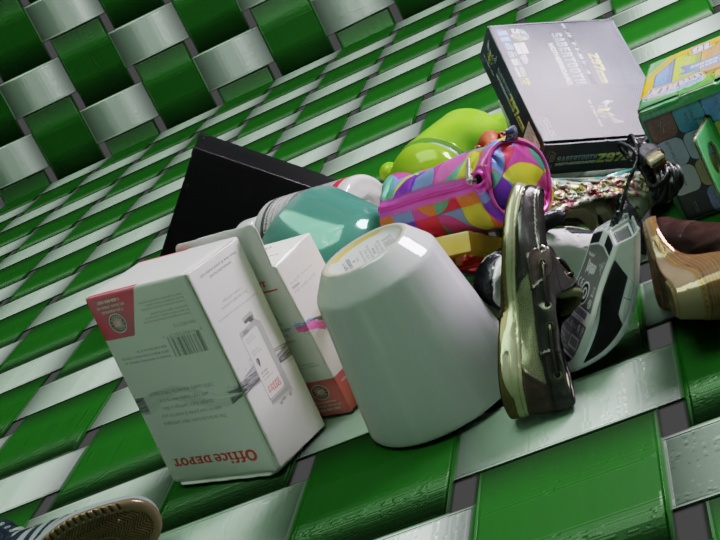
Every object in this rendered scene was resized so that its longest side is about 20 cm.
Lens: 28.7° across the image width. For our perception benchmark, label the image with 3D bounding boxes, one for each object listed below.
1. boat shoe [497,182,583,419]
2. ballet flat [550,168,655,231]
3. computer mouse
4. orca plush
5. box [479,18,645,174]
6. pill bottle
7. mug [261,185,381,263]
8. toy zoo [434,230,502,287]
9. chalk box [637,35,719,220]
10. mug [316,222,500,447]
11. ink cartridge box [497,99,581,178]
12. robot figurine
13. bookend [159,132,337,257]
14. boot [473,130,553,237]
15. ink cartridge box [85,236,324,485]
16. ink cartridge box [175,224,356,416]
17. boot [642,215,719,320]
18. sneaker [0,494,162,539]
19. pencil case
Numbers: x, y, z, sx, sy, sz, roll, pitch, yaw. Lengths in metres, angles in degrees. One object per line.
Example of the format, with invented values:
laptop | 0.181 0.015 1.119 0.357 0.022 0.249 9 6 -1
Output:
boat shoe | 0.148 0.023 1.140 0.066 0.072 0.202 -2 65 14
ballet flat | 0.225 -0.056 1.364 0.199 0.064 0.076 -8 -29 -28
computer mouse | 0.212 -0.008 1.148 0.044 0.201 0.110 16 11 -12
orca plush | 0.168 -0.019 1.272 0.200 0.106 0.071 -35 33 -28
box | 0.235 -0.194 1.541 0.157 0.051 0.201 -4 50 -15
pill bottle | -0.060 -0.043 1.710 0.199 0.111 0.111 -14 21 39
mug | -0.005 -0.005 1.426 0.114 0.153 0.185 28 55 36
toy zoo | 0.089 -0.007 1.339 0.131 0.021 0.199 -15 -14 36
chalk box | 0.346 -0.137 1.341 0.123 0.125 0.200 -20 18 23
mug | 0.026 0.049 1.210 0.186 0.154 0.149 -13 24 44
ink cartridge box | 0.237 -0.179 1.648 0.067 0.118 0.200 -4 28 49
robot figurine | 0.109 -0.117 1.656 0.175 0.116 0.200 2 28 33
bookend | -0.154 -0.054 1.884 0.199 0.200 0.092 17 17 -6
boot | 0.148 -0.098 1.445 0.075 0.108 0.200 -23 -5 -2
ink cartridge box | -0.143 0.086 1.289 0.146 0.201 0.083 -12 18 40
ink cartridge box | -0.078 0.040 1.324 0.116 0.201 0.067 -13 21 39
boot | 0.321 -0.012 1.138 0.165 0.073 0.200 -13 16 5
sneaker | -0.268 0.243 1.237 0.199 0.070 0.109 -31 18 -2
pencil case | 0.092 -0.070 1.307 0.088 0.089 0.200 -37 10 -30
